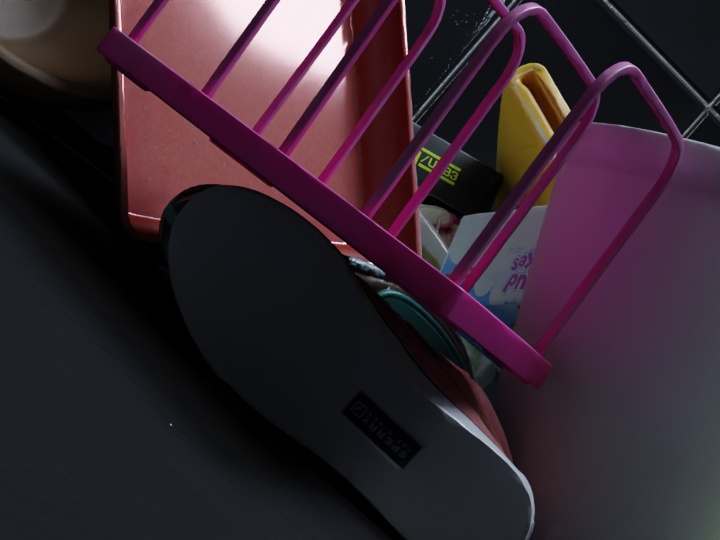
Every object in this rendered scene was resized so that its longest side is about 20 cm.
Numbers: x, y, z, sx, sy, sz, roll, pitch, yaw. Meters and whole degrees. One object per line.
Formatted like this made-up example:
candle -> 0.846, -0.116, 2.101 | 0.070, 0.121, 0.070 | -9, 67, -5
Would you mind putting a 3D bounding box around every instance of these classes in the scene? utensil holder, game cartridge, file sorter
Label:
utensil holder -> 0.152, 0.049, 0.809 | 0.169, 0.202, 0.170 | 16, -1, 0
game cartridge -> 0.142, -0.018, 1.126 | 0.200, 0.032, 0.177 | 82, -17, -66
file sorter -> 0.020, -0.069, 0.716 | 0.200, 0.126, 0.139 | 38, 1, 26

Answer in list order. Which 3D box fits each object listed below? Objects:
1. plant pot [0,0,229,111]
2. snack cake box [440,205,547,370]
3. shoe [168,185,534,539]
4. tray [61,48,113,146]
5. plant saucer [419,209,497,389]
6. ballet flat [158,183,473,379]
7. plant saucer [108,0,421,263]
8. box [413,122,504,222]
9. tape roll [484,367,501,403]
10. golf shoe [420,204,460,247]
plant pot -> -0.169, -0.174, 0.868 | 0.201, 0.202, 0.092 | 38, -33, -29
snack cake box -> 0.149, 0.043, 0.982 | 0.200, 0.068, 0.115 | 39, -26, -32
shoe -> -0.004, 0.044, 0.723 | 0.200, 0.071, 0.091 | 46, 4, -3
tray -> -0.092, -0.109, 0.959 | 0.199, 0.022, 0.107 | -9, 38, -44
plant saucer -> 0.000, 0.000, 0.993 | 0.200, 0.050, 0.201 | 43, 22, -22
ballet flat -> -0.020, 0.016, 0.809 | 0.200, 0.074, 0.074 | 39, 6, -39
plant saucer -> -0.055, -0.101, 0.866 | 0.199, 0.201, 0.037 | 7, -15, -43
box -> -0.017, -0.089, 1.218 | 0.192, 0.048, 0.200 | 31, -11, -14
tape roll -> 0.127, 0.105, 1.099 | 0.203, 0.037, 0.203 | 45, 14, -14
golf shoe -> 0.020, -0.025, 1.116 | 0.091, 0.076, 0.199 | 1, -6, 34
